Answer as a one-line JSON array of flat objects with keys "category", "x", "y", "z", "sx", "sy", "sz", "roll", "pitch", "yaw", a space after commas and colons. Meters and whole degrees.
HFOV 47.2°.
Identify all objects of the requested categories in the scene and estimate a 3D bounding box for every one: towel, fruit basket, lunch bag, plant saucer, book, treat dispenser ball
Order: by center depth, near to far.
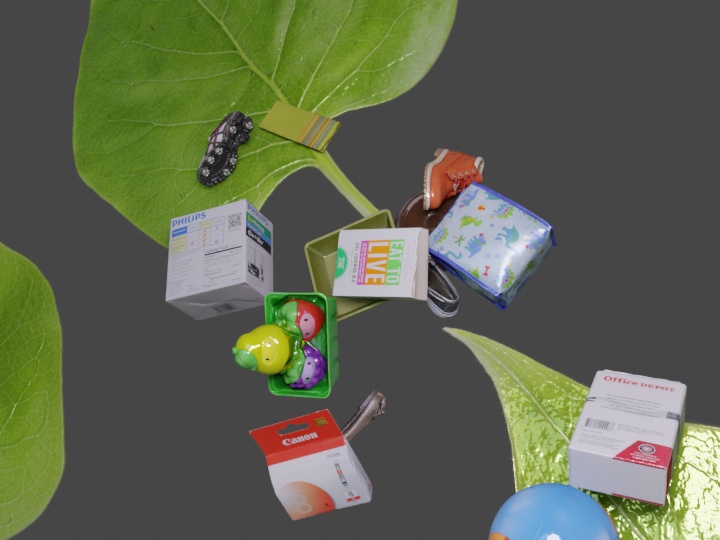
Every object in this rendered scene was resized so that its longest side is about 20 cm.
[{"category": "treat dispenser ball", "x": 0.295, "y": 0.428, "z": 1.256, "sx": 0.201, "sy": 0.201, "sz": 0.201, "roll": -10, "pitch": 63, "yaw": 20}, {"category": "lunch bag", "x": 0.238, "y": -0.052, "z": 1.549, "sx": 0.200, "sy": 0.127, "sz": 0.170, "roll": 36, "pitch": 85, "yaw": 23}, {"category": "fruit basket", "x": -0.134, "y": 0.142, "z": 1.554, "sx": 0.155, "sy": 0.216, "sz": 0.216, "roll": 0, "pitch": 67, "yaw": 24}, {"category": "book", "x": 0.038, "y": -0.013, "z": 1.571, "sx": 0.200, "sy": 0.048, "sz": 0.134, "roll": -1, "pitch": 81, "yaw": 41}, {"category": "plant saucer", "x": 0.151, "y": -0.093, "z": 1.661, "sx": 0.200, "sy": 0.037, "sz": 0.201, "roll": -10, "pitch": 63, "yaw": 21}, {"category": "plant saucer", "x": 0.000, "y": 0.000, "z": 1.678, "sx": 0.200, "sy": 0.048, "sz": 0.200, "roll": -23, "pitch": 60, "yaw": 13}, {"category": "towel", "x": -0.142, "y": -0.336, "z": 1.917, "sx": 0.200, "sy": 0.018, "sz": 0.086, "roll": 26, "pitch": 74, "yaw": 32}]

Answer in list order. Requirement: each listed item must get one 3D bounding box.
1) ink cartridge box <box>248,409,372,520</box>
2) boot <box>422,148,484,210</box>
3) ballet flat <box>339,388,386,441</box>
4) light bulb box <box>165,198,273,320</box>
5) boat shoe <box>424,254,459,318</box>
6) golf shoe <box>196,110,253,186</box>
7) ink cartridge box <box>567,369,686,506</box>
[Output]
[{"category": "ink cartridge box", "x": -0.088, "y": 0.351, "z": 1.472, "sx": 0.162, "sy": 0.200, "sz": 0.050, "roll": -18, "pitch": 31, "yaw": 16}, {"category": "boot", "x": 0.182, "y": -0.179, "z": 1.626, "sx": 0.107, "sy": 0.075, "sz": 0.200, "roll": 12, "pitch": 38, "yaw": 16}, {"category": "ballet flat", "x": -0.019, "y": 0.311, "z": 1.542, "sx": 0.046, "sy": 0.067, "sz": 0.200, "roll": 39, "pitch": 82, "yaw": 0}, {"category": "light bulb box", "x": -0.300, "y": -0.021, "z": 1.777, "sx": 0.198, "sy": 0.125, "sz": 0.200, "roll": -13, "pitch": 62, "yaw": 19}, {"category": "boat shoe", "x": 0.121, "y": 0.000, "z": 1.572, "sx": 0.072, "sy": 0.071, "sz": 0.200, "roll": -35, "pitch": 71, "yaw": -30}, {"category": "golf shoe", "x": -0.330, "y": -0.286, "z": 1.955, "sx": 0.088, "sy": 0.077, "sz": 0.200, "roll": 15, "pitch": 70, "yaw": 50}, {"category": "ink cartridge box", "x": 0.421, "y": 0.256, "z": 1.294, "sx": 0.144, "sy": 0.084, "sz": 0.200, "roll": 7, "pitch": 35, "yaw": 27}]
